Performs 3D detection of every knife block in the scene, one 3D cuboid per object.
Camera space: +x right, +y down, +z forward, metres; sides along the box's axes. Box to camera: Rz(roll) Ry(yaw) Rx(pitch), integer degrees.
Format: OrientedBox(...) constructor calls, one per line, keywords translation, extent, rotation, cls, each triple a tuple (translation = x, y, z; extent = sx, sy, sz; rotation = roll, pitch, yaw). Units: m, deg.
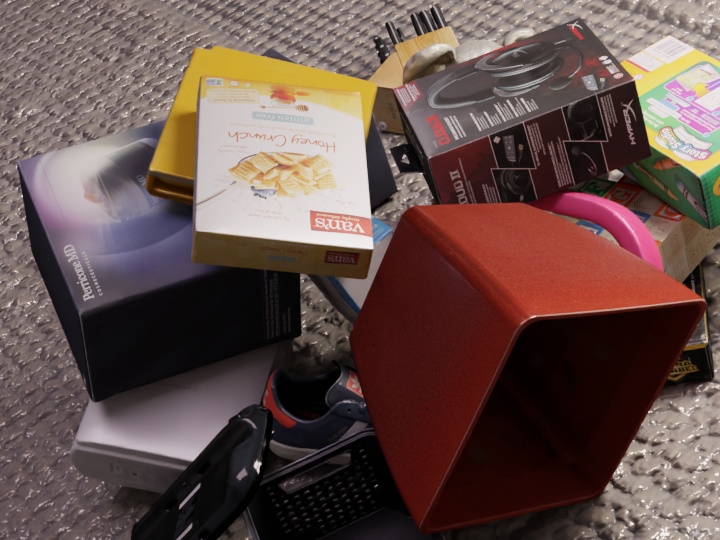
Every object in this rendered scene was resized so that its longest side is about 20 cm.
OrientedBox(translation=(0.094, -0.227, 1.747), extent=(0.198, 0.064, 0.176), rotation=(12, 49, 37), cls="knife block")

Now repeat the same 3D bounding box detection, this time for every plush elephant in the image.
OrientedBox(translation=(0.124, -0.145, 1.465), extent=(0.163, 0.156, 0.200), rotation=(-23, 40, -24), cls="plush elephant")

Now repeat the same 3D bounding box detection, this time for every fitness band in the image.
OrientedBox(translation=(0.158, 0.005, 1.295), extent=(0.199, 0.146, 0.037), rotation=(16, 11, 40), cls="fitness band")

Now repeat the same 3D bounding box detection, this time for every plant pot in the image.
OrientedBox(translation=(0.105, 0.055, 1.197), extent=(0.198, 0.202, 0.176), rotation=(-3, 38, -38), cls="plant pot")

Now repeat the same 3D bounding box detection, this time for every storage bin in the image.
OrientedBox(translation=(0.001, 0.234, 1.202), extent=(0.134, 0.094, 0.201), rotation=(-25, 36, -4), cls="storage bin")

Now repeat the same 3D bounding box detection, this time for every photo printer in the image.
OrientedBox(translation=(-0.153, 0.104, 1.413), extent=(0.164, 0.070, 0.202), rotation=(10, 51, 9), cls="photo printer")

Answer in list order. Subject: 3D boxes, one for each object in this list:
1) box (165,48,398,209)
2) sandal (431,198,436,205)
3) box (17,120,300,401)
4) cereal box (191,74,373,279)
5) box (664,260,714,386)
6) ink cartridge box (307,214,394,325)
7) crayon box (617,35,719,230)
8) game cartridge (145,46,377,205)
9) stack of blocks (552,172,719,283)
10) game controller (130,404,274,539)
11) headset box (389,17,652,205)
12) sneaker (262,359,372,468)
OrientedBox(translation=(-0.101, -0.108, 1.647), extent=(0.198, 0.124, 0.200), rotation=(-36, 41, -16), cls="box")
OrientedBox(translation=(0.129, -0.078, 1.563), extent=(0.081, 0.055, 0.200), rotation=(5, 29, 17), cls="sandal")
OrientedBox(translation=(-0.178, -0.019, 1.382), extent=(0.196, 0.124, 0.201), rotation=(-18, 50, -16), cls="box")
OrientedBox(translation=(-0.065, -0.080, 1.282), extent=(0.142, 0.040, 0.201), rotation=(5, 43, -10), cls="cereal box")
OrientedBox(translation=(0.226, 0.023, 1.389), extent=(0.158, 0.050, 0.201), rotation=(-8, 39, 14), cls="box")
OrientedBox(translation=(0.000, 0.000, 1.381), extent=(0.068, 0.116, 0.200), rotation=(-40, 25, -6), cls="ink cartridge box")
OrientedBox(translation=(0.283, -0.124, 1.356), extent=(0.118, 0.059, 0.200), rotation=(-30, 36, -12), cls="crayon box")
OrientedBox(translation=(-0.082, -0.118, 1.374), extent=(0.174, 0.033, 0.201), rotation=(13, 40, -1), cls="game cartridge")
OrientedBox(translation=(0.244, -0.041, 1.369), extent=(0.114, 0.059, 0.200), rotation=(18, 51, 41), cls="stack of blocks")
OrientedBox(translation=(-0.132, 0.195, 1.278), extent=(0.200, 0.042, 0.105), rotation=(-48, 29, 33), cls="game controller")
OrientedBox(translation=(0.122, -0.121, 1.312), extent=(0.198, 0.078, 0.149), rotation=(-19, 30, 0), cls="headset box")
OrientedBox(translation=(0.011, 0.118, 1.331), extent=(0.197, 0.085, 0.075), rotation=(-1, 38, 7), cls="sneaker")
